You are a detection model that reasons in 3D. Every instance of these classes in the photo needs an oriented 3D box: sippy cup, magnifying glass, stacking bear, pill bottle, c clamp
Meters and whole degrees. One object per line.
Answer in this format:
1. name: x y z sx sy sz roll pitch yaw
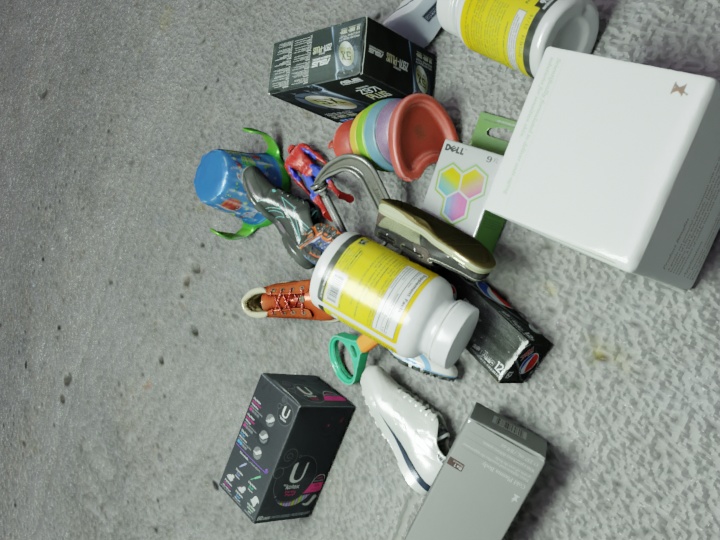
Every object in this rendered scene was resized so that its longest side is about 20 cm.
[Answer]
1. sippy cup: -0.216 -0.153 1.314 0.139 0.130 0.179 -19 69 38
2. magnifying glass: -0.004 0.115 1.089 0.080 0.022 0.200 67 151 13
3. stacking bear: 0.031 -0.194 1.114 0.200 0.121 0.114 3 115 55
4. pill bottle: 0.044 0.040 0.947 0.199 0.112 0.113 29 103 21
5. pill bottle: 0.199 -0.329 0.978 0.200 0.114 0.115 40 109 39
6. c clamp: -0.016 -0.074 1.123 0.170 0.027 0.201 -8 112 38

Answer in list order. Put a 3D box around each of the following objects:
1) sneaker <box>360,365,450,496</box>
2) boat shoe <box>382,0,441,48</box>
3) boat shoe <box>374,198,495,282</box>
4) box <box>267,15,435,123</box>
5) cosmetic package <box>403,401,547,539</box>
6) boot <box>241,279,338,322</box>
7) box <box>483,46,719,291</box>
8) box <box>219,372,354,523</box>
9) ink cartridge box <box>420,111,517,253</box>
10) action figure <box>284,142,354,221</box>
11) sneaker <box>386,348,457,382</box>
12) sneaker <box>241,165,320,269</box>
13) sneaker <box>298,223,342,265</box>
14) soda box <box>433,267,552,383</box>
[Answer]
1. sneaker: 0.073 0.208 1.037 0.080 0.076 0.200 -42 64 20
2. boat shoe: 0.099 -0.393 1.121 0.200 0.073 0.066 -27 35 41
3. boat shoe: 0.092 -0.030 0.978 0.201 0.072 0.066 37 118 39
4. box: -0.013 -0.297 1.133 0.199 0.163 0.087 1 83 42
5. cosmetic package: 0.140 0.280 0.925 0.106 0.090 0.201 26 100 12
6. boot: -0.099 0.050 1.184 0.199 0.107 0.075 -6 89 40
7. box: 0.286 -0.111 0.822 0.200 0.171 0.200 29 102 41
8. box: -0.115 0.272 1.153 0.106 0.122 0.201 30 103 41
9. ink cartridge box: 0.154 -0.118 1.018 0.104 0.059 0.201 27 101 42
10. action figure: -0.078 -0.157 1.246 0.066 0.052 0.200 -52 48 16
11. sneaker: 0.065 0.087 1.060 0.200 0.072 0.073 38 101 36
12. sneaker: -0.117 -0.101 1.235 0.079 0.075 0.200 -38 88 17
13. sneaker: 0.000 0.000 1.081 0.075 0.078 0.200 -50 56 1
14. soda box: 0.153 0.059 0.987 0.200 0.063 0.071 47 113 37
